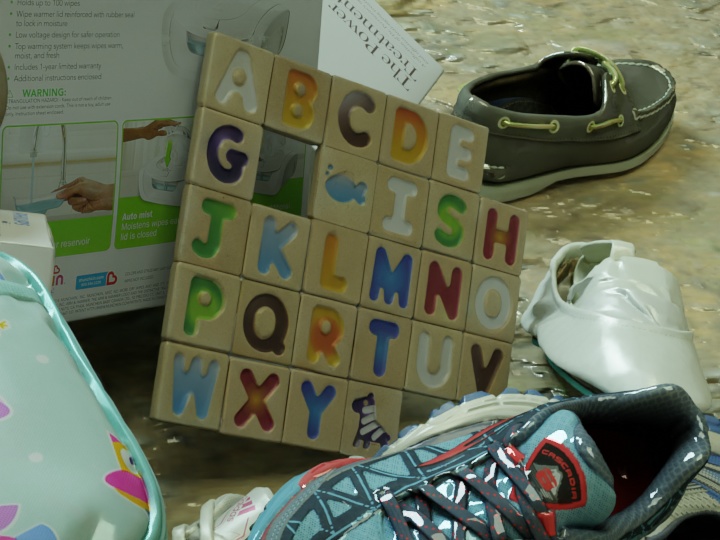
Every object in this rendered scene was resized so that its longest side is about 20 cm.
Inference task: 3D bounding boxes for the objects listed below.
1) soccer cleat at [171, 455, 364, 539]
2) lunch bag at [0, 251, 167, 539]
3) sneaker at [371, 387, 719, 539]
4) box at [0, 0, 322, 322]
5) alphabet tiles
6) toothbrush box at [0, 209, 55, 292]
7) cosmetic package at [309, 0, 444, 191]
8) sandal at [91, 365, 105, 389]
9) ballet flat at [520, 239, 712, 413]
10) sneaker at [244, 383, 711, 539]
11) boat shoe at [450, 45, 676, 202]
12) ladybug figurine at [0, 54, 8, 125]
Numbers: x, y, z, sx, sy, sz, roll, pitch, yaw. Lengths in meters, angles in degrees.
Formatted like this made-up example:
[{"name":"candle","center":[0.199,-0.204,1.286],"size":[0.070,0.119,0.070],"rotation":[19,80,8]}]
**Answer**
[{"name":"soccer cleat","center":[-0.069,0.123,0.662],"size":[0.200,0.086,0.070],"rotation":[-19,49,-38]},{"name":"lunch bag","center":[-0.163,0.060,0.465],"size":[0.200,0.077,0.160],"rotation":[-6,42,-29]},{"name":"sneaker","center":[0.094,0.106,0.761],"size":[0.200,0.077,0.085],"rotation":[1,43,-20]},{"name":"box","center":[-0.114,-0.076,0.779],"size":[0.097,0.177,0.200],"rotation":[13,15,38]},{"name":"alphabet tiles","center":[0.000,0.000,0.803],"size":[0.200,0.168,0.008],"rotation":[15,-11,-39]},{"name":"toothbrush box","center":[-0.217,0.044,0.639],"size":[0.200,0.147,0.085],"rotation":[5,9,-12]},{"name":"cosmetic package","center":[-0.060,-0.134,0.969],"size":[0.200,0.052,0.151],"rotation":[43,39,-7]},{"name":"sandal","center":[-0.204,0.047,0.727],"size":[0.200,0.076,0.043],"rotation":[14,28,-21]},{"name":"ballet flat","center":[0.115,0.020,0.816],"size":[0.069,0.070,0.200],"rotation":[12,6,-7]},{"name":"sneaker","center":[0.046,0.081,0.641],"size":[0.200,0.096,0.079],"rotation":[-18,73,-36]},{"name":"boat shoe","center":[0.124,-0.095,1.045],"size":[0.202,0.060,0.072],"rotation":[-21,50,-40]},{"name":"ladybug figurine","center":[-0.224,-0.087,0.622],"size":[0.200,0.072,0.136],"rotation":[6,41,-9]}]
